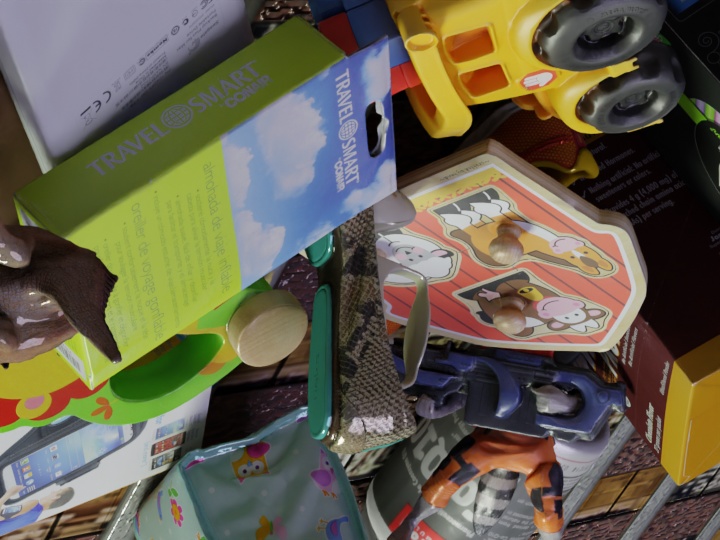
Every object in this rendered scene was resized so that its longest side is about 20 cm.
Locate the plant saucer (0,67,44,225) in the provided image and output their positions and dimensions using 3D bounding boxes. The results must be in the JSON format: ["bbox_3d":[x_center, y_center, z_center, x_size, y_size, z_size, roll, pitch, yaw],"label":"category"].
[{"bbox_3d":[-0.189,-0.066,1.130,0.200,0.029,0.201,-40,151,-28],"label":"plant saucer"}]

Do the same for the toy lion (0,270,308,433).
[{"bbox_3d":[-0.149,0.025,1.299,0.191,0.069,0.200,-37,142,2],"label":"toy lion"}]

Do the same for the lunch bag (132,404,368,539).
[{"bbox_3d":[-0.052,0.209,1.502,0.121,0.201,0.170,-21,171,-21],"label":"lunch bag"}]

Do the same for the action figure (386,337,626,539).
[{"bbox_3d":[0.074,0.091,1.557,0.105,0.199,0.195,-31,137,-72],"label":"action figure"}]

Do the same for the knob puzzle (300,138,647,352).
[{"bbox_3d":[0.080,0.008,1.399,0.218,0.031,0.220,8,150,4],"label":"knob puzzle"}]

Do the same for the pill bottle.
[{"bbox_3d":[0.076,0.153,1.686,0.113,0.114,0.200,4,131,-49],"label":"pill bottle"}]

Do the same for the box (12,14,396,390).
[{"bbox_3d":[-0.073,-0.040,1.192,0.199,0.048,0.122,-34,146,-22],"label":"box"}]

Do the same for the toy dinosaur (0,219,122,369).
[{"bbox_3d":[-0.160,0.014,1.064,0.199,0.087,0.135,-3,172,36],"label":"toy dinosaur"}]

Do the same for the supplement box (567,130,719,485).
[{"bbox_3d":[0.229,-0.013,1.525,0.196,0.200,0.133,-28,151,-14],"label":"supplement box"}]

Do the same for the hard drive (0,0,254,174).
[{"bbox_3d":[-0.116,-0.130,1.116,0.132,0.026,0.201,-45,152,-19],"label":"hard drive"}]

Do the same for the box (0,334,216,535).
[{"bbox_3d":[-0.163,0.090,1.421,0.199,0.042,0.119,-19,146,-25],"label":"box"}]

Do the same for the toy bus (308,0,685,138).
[{"bbox_3d":[0.062,-0.133,1.267,0.191,0.136,0.200,-24,153,5],"label":"toy bus"}]

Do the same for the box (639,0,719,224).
[{"bbox_3d":[0.246,-0.111,1.405,0.124,0.200,0.149,-31,150,-11],"label":"box"}]

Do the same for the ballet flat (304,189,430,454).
[{"bbox_3d":[0.000,0.000,1.320,0.075,0.202,0.068,-4,171,-18],"label":"ballet flat"}]

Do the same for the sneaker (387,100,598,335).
[{"bbox_3d":[0.061,-0.020,1.463,0.073,0.077,0.200,5,135,-51],"label":"sneaker"}]
